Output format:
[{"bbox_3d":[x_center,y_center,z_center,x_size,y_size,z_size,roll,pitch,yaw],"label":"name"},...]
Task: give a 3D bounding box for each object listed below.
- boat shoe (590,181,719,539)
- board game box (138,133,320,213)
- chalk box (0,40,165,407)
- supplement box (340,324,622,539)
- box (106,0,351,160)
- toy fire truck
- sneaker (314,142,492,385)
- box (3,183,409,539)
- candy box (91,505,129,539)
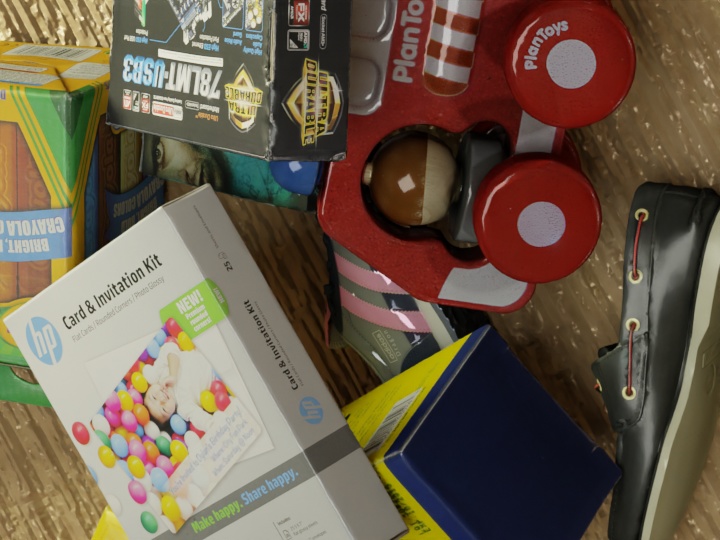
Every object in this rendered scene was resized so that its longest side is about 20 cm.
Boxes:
[{"bbox_3d":[0.156,0.053,1.555,0.063,0.074,0.203,14,104,21],"label":"boat shoe"},{"bbox_3d":[-0.059,-0.140,1.575,0.135,0.028,0.201,13,102,43],"label":"board game box"},{"bbox_3d":[-0.186,-0.018,1.643,0.124,0.124,0.201,6,105,21],"label":"chalk box"},{"bbox_3d":[0.020,0.132,1.563,0.109,0.110,0.200,48,137,-10],"label":"supplement box"},{"bbox_3d":[-0.066,-0.162,1.480,0.200,0.049,0.200,15,105,62],"label":"box"},{"bbox_3d":[0.043,-0.084,1.511,0.167,0.112,0.201,9,107,-5],"label":"toy fire truck"},{"bbox_3d":[0.000,0.000,1.603,0.082,0.070,0.201,-29,90,23],"label":"sneaker"},{"bbox_3d":[-0.081,0.077,1.505,0.156,0.041,0.201,-31,87,45],"label":"box"},{"bbox_3d":[-0.081,0.225,1.717,0.199,0.026,0.103,30,109,12],"label":"candy box"}]
